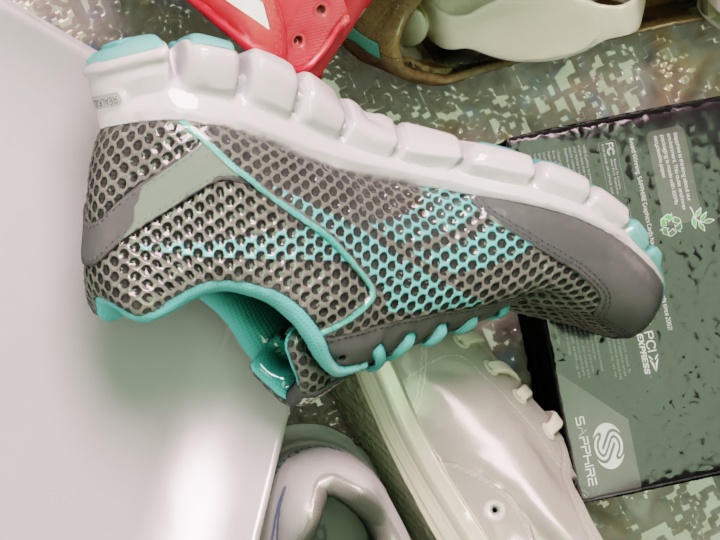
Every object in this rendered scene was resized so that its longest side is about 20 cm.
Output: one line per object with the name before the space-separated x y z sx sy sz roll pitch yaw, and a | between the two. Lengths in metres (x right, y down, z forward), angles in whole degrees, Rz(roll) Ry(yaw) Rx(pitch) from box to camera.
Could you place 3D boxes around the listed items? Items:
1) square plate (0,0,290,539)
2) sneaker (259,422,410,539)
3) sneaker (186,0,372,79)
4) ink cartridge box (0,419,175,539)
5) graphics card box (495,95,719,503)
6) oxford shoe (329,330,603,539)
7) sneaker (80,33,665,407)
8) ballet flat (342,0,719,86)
square plate | -0.106 0.023 0.730 0.198 0.028 0.201 30 60 -31
sneaker | 0.004 0.147 0.789 0.074 0.087 0.201 -21 92 -9
sneaker | 0.022 -0.113 0.768 0.199 0.078 0.116 6 100 4
ink cartridge box | -0.166 0.094 0.760 0.200 0.087 0.146 38 76 -25
graphics card box | 0.151 -0.002 0.864 0.199 0.051 0.126 -12 90 -8
oxford shoe | 0.032 0.052 0.823 0.058 0.075 0.200 -29 71 -9
sneaker | 0.000 0.000 0.767 0.199 0.078 0.092 17 79 -24
ballet flat | 0.088 -0.101 0.844 0.199 0.072 0.068 -13 122 -8
